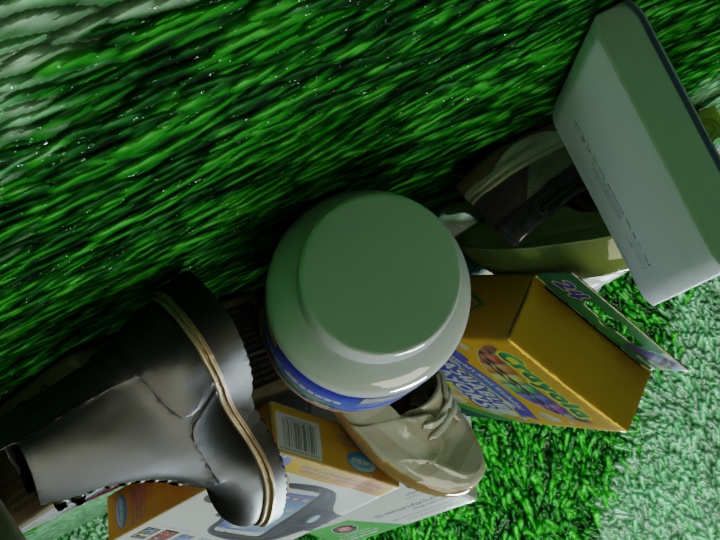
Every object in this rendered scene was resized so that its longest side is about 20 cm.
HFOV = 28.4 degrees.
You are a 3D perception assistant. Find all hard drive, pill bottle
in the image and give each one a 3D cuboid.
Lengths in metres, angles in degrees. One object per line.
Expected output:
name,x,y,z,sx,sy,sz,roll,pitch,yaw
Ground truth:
hard drive,0.148,-0.052,0.750,0.025,0.132,0.200,-26,174,-1
pill bottle,0.001,0.018,0.796,0.112,0.113,0.200,-26,173,-8

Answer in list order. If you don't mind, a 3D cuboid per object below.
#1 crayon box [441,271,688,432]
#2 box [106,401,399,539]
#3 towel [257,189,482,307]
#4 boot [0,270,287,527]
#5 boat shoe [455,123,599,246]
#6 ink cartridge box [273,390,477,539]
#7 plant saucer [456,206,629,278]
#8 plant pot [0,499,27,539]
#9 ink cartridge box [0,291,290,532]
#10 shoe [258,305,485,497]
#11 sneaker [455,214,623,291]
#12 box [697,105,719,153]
crayon box,0.102,0.055,0.961,0.200,0.126,0.052,-3,-124,54
box,-0.084,0.159,0.994,0.119,0.042,0.200,22,136,-40
towel,0.000,0.000,1.022,0.149,0.031,0.200,-22,172,-45
boot,-0.123,0.105,0.797,0.138,0.077,0.201,-35,137,-20
boat shoe,0.150,-0.067,0.936,0.200,0.066,0.072,-23,172,-35
ink cartridge box,-0.029,0.130,1.080,0.146,0.084,0.200,-25,143,33
plant saucer,0.165,-0.026,0.958,0.199,0.031,0.200,-13,-170,2
plant pot,-0.262,0.202,0.842,0.200,0.184,0.200,-26,174,-3
ink cartridge box,-0.166,0.102,0.945,0.200,0.075,0.164,-34,170,40
shoe,0.018,0.082,0.948,0.053,0.200,0.070,-28,-151,44
sneaker,0.144,0.001,1.080,0.199,0.081,0.077,-17,-147,7
box,0.247,-0.087,1.291,0.117,0.049,0.200,-22,174,-39
